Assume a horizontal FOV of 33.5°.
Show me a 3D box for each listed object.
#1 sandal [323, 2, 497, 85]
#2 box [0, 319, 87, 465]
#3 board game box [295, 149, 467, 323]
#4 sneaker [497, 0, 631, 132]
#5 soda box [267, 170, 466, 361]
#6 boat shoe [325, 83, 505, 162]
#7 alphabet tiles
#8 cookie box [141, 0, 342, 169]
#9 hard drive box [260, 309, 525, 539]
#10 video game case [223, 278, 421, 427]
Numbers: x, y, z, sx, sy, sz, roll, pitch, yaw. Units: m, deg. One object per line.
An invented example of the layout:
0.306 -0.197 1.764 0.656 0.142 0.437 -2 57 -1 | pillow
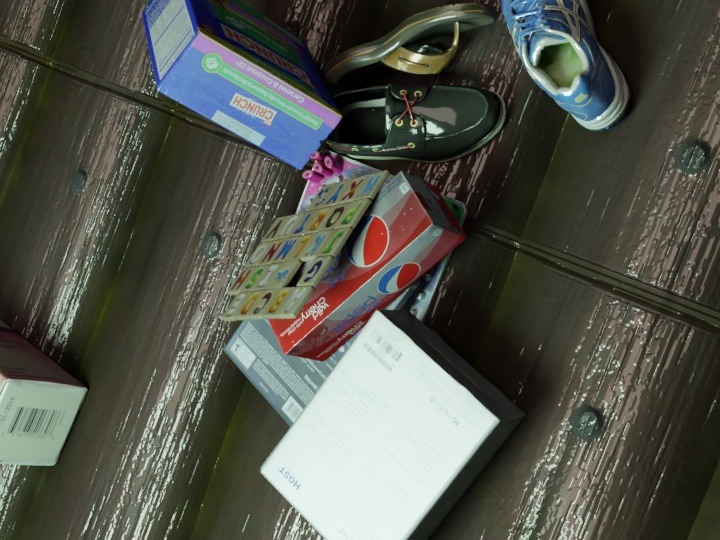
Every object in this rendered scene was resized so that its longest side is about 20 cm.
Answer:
0.051 -0.214 1.185 0.200 0.082 0.055 -19 87 30 | sandal
-0.448 0.139 1.436 0.200 0.128 0.109 29 98 35 | box
-0.009 -0.006 1.216 0.200 0.026 0.200 25 96 36 | board game box
0.177 -0.219 1.095 0.076 0.077 0.200 -42 58 23 | sneaker
0.000 0.000 1.132 0.200 0.063 0.070 -42 59 22 | soda box
0.046 -0.148 1.184 0.201 0.063 0.074 -1 78 34 | boat shoe
-0.064 -0.021 1.160 0.167 0.008 0.200 -58 22 -19 | alphabet tiles
-0.123 -0.208 1.206 0.075 0.171 0.200 -51 31 19 | cookie box
0.027 0.160 1.110 0.156 0.077 0.200 42 105 21 | hard drive box
-0.043 0.047 1.202 0.143 0.019 0.200 44 105 33 | video game case
